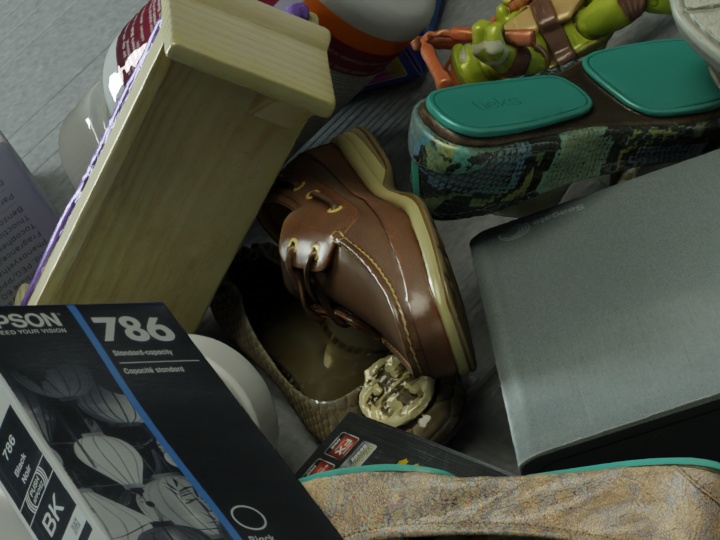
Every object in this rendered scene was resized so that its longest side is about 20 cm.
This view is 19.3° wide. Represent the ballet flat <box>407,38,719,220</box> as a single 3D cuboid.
[{"bbox_3d":[0.105,-0.063,0.986,0.199,0.075,0.074,-10,28,-26],"label":"ballet flat"}]

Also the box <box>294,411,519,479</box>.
[{"bbox_3d":[-0.004,0.160,0.830,0.158,0.048,0.200,18,58,46],"label":"box"}]

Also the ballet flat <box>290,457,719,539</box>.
[{"bbox_3d":[0.043,0.107,0.767,0.199,0.068,0.068,-9,49,28],"label":"ballet flat"}]

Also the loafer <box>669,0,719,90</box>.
[{"bbox_3d":[0.209,-0.062,0.922,0.072,0.063,0.200,-34,58,-2],"label":"loafer"}]

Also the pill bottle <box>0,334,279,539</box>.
[{"bbox_3d":[-0.111,0.097,0.882,0.110,0.111,0.200,-10,13,26],"label":"pill bottle"}]

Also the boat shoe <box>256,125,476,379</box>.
[{"bbox_3d":[0.000,-0.001,0.943,0.067,0.072,0.200,-21,27,-6],"label":"boat shoe"}]

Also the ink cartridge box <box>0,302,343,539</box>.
[{"bbox_3d":[-0.092,0.061,0.795,0.200,0.099,0.039,46,124,39],"label":"ink cartridge box"}]

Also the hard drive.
[{"bbox_3d":[0.123,0.018,0.878,0.139,0.033,0.200,-19,25,6],"label":"hard drive"}]

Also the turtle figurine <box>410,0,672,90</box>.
[{"bbox_3d":[0.102,-0.120,1.052,0.161,0.065,0.200,-28,5,12],"label":"turtle figurine"}]

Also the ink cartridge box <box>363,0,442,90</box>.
[{"bbox_3d":[-0.025,-0.164,1.201,0.136,0.077,0.201,-11,39,26],"label":"ink cartridge box"}]

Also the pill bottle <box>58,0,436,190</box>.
[{"bbox_3d":[-0.062,-0.107,1.082,0.200,0.109,0.110,-41,28,32],"label":"pill bottle"}]

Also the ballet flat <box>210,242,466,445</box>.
[{"bbox_3d":[-0.019,0.031,0.993,0.067,0.046,0.200,-39,37,-10],"label":"ballet flat"}]

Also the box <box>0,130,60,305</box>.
[{"bbox_3d":[-0.267,-0.006,1.139,0.200,0.131,0.199,-37,37,-7],"label":"box"}]

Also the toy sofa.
[{"bbox_3d":[-0.090,-0.039,0.987,0.201,0.082,0.098,-60,22,29],"label":"toy sofa"}]
